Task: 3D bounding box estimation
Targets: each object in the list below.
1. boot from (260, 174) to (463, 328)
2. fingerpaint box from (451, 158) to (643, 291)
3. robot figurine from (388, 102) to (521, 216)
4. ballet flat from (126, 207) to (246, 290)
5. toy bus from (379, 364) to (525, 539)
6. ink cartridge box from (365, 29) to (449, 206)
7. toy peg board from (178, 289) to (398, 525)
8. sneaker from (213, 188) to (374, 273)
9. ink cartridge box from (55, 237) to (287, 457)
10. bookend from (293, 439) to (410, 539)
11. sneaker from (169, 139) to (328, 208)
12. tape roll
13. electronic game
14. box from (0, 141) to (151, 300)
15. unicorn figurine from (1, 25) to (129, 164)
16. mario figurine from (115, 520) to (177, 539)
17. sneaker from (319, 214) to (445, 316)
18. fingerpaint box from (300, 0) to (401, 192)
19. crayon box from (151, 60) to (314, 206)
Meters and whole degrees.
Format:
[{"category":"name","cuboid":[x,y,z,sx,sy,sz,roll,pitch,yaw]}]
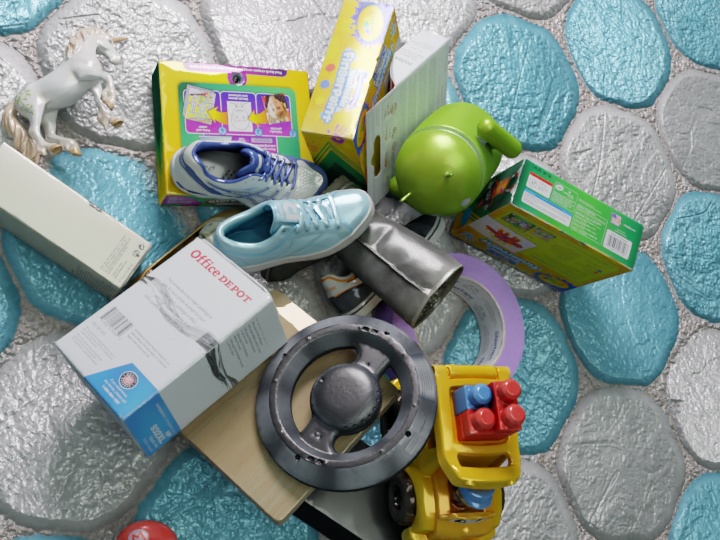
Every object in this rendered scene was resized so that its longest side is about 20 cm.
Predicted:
[{"category":"boot","cuboid":[-0.001,0.001,1.065,0.200,0.073,0.182,43,93,11]},{"category":"fingerpaint box","cuboid":[0.254,-0.057,1.192,0.199,0.167,0.074,26,70,-14]},{"category":"robot figurine","cuboid":[0.115,-0.144,1.111,0.116,0.175,0.200,54,35,-10]},{"category":"ballet flat","cuboid":[-0.197,-0.014,1.053,0.069,0.063,0.200,48,64,-3]},{"category":"toy bus","cuboid":[0.120,0.199,0.963,0.135,0.192,0.201,4,68,-22]},{"category":"ink cartridge box","cuboid":[0.048,-0.199,1.141,0.057,0.163,0.200,28,52,27]},{"category":"toy peg board","cuboid":[-0.095,0.165,1.001,0.199,0.098,0.200,37,64,19]},{"category":"sneaker","cuboid":[-0.076,-0.053,1.007,0.199,0.082,0.074,-22,71,-8]},{"category":"ink cartridge box","cuboid":[-0.203,0.078,0.947,0.200,0.084,0.145,-39,52,-21]},{"category":"bookend","cuboid":[0.023,0.243,1.068,0.199,0.092,0.199,34,62,-8]},{"category":"sneaker","cuboid":[-0.124,-0.113,1.036,0.199,0.088,0.076,2,81,-25]},{"category":"tape roll","cuboid":[0.120,0.081,1.166,0.199,0.066,0.202,6,74,-22]},{"category":"electronic game","cuboid":[-0.016,0.140,0.935,0.198,0.042,0.201,-4,59,7]},{"category":"box","cuboid":[-0.344,-0.053,0.991,0.200,0.082,0.069,37,66,-12]},{"category":"unicorn figurine","cuboid":[-0.340,-0.216,1.030,0.199,0.074,0.138,-30,71,-18]},{"category":"mario figurine","cuboid":[-0.214,0.368,0.924,0.123,0.105,0.201,-18,92,-60]},{"category":"sneaker","cuboid":[0.030,-0.025,1.146,0.080,0.078,0.200,49,65,-11]},{"category":"fingerpaint box","cuboid":[-0.003,-0.217,1.127,0.073,0.167,0.201,11,70,14]},{"category":"crayon box","cuboid":[-0.161,-0.172,1.111,0.199,0.058,0.174,-1,81,-24]}]
